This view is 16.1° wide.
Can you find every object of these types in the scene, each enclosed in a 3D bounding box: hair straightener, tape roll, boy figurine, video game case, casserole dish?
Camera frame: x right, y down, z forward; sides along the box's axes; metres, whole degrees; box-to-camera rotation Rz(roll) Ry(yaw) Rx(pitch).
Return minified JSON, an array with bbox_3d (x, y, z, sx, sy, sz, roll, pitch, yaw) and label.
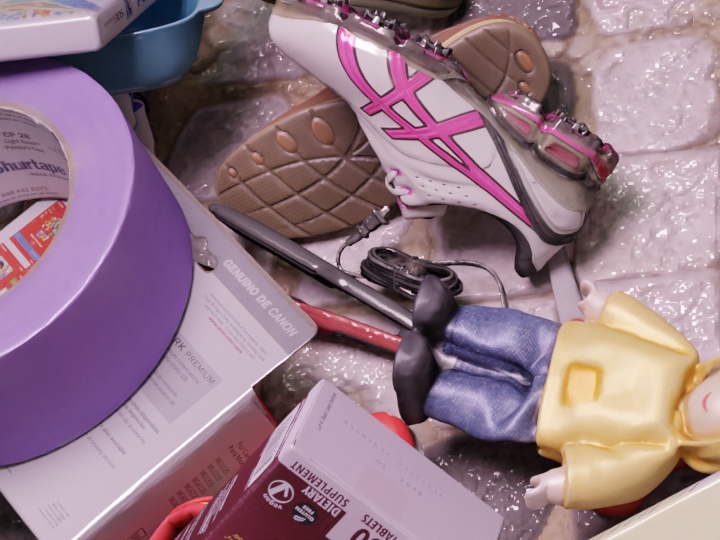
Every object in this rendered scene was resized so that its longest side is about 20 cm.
[{"bbox_3d":[0.000,0.000,1.353,0.199,0.041,0.077,20,83,29],"label":"hair straightener"},{"bbox_3d":[-0.192,-0.007,1.301,0.198,0.085,0.201,-11,53,15],"label":"tape roll"},{"bbox_3d":[0.116,0.064,1.241,0.199,0.065,0.125,13,61,21],"label":"boy figurine"},{"bbox_3d":[-0.210,-0.140,1.381,0.198,0.022,0.182,-4,18,12],"label":"video game case"},{"bbox_3d":[-0.170,-0.120,1.403,0.198,0.039,0.121,-9,19,3],"label":"casserole dish"}]

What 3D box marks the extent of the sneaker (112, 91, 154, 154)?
[{"bbox_3d":[-0.136,-0.125,1.499,0.199,0.081,0.147,-28,65,-15],"label":"sneaker"}]

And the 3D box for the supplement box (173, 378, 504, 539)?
[{"bbox_3d":[-0.039,0.155,1.152,0.200,0.109,0.061,-49,8,31],"label":"supplement box"}]

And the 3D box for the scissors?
[{"bbox_3d":[0.108,0.042,1.313,0.073,0.014,0.201,-29,51,-1],"label":"scissors"}]

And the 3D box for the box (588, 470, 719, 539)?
[{"bbox_3d":[0.170,0.174,1.067,0.199,0.097,0.177,-29,83,11],"label":"box"}]

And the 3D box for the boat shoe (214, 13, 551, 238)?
[{"bbox_3d":[0.013,-0.080,1.414,0.199,0.072,0.068,-27,16,10],"label":"boat shoe"}]

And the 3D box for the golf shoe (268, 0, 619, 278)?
[{"bbox_3d":[0.031,-0.074,1.335,0.199,0.073,0.092,31,99,4],"label":"golf shoe"}]

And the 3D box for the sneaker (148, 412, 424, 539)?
[{"bbox_3d":[-0.052,0.135,1.255,0.200,0.085,0.077,-38,52,-10],"label":"sneaker"}]

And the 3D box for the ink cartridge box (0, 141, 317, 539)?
[{"bbox_3d":[-0.125,0.053,1.340,0.175,0.084,0.200,-39,51,-7],"label":"ink cartridge box"}]

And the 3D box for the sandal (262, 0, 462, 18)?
[{"bbox_3d":[-0.035,-0.175,1.454,0.200,0.057,0.080,16,49,-23],"label":"sandal"}]
